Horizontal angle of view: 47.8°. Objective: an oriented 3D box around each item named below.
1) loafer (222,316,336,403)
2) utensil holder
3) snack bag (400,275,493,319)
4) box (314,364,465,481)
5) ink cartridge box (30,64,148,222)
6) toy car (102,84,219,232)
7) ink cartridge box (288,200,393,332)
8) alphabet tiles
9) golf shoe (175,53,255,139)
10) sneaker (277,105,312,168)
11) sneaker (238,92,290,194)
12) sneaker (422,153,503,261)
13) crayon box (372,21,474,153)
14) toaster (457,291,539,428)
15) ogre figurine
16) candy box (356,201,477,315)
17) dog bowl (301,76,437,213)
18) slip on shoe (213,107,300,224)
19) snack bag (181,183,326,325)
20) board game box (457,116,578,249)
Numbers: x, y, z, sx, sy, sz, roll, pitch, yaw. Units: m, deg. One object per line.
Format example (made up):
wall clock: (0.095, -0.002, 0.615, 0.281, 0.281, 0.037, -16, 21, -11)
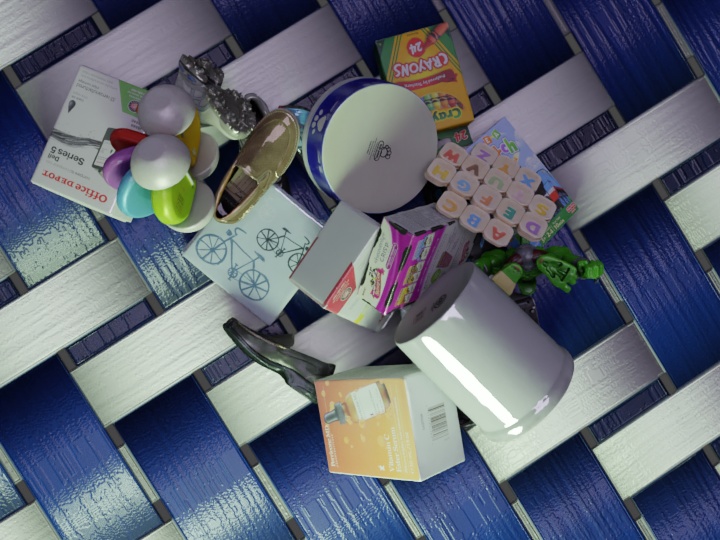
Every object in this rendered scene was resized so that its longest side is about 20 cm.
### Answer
loafer: (-0.131, 0.131, 1.312, 0.200, 0.073, 0.072, 38, 79, -13)
utensil holder: (0.171, 0.111, 1.140, 0.200, 0.170, 0.170, 45, 86, -11)
snack bag: (0.156, 0.058, 1.355, 0.188, 0.021, 0.201, -12, 90, -5)
box: (0.042, 0.229, 1.246, 0.106, 0.199, 0.153, -10, 90, -45)
ink cartridge box: (-0.399, -0.195, 1.273, 0.145, 0.084, 0.201, 22, 88, 6)
toy car: (-0.295, -0.156, 1.166, 0.149, 0.175, 0.201, -4, 64, 7)
ink cartridge box: (0.000, 0.000, 1.248, 0.083, 0.200, 0.145, 34, 91, 29)
alphabet tiles: (0.199, -0.121, 1.230, 0.199, 0.015, 0.196, 32, 48, 6)
golf shoe: (-0.233, -0.248, 1.270, 0.078, 0.200, 0.097, 3, 129, -42)
sneaker: (-0.053, -0.192, 1.300, 0.199, 0.079, 0.096, 17, 92, -24)
sneaker: (-0.161, -0.185, 1.301, 0.074, 0.089, 0.201, -16, 92, -6)
sneaker: (0.165, -0.100, 1.337, 0.082, 0.073, 0.201, -16, 81, -27)
crayon box: (0.108, -0.293, 1.341, 0.126, 0.051, 0.201, -17, 91, -5)
toaster: (0.192, 0.144, 1.294, 0.199, 0.119, 0.182, -15, 98, -4)
ogre figurine: (0.254, -0.007, 1.224, 0.199, 0.120, 0.098, -22, 100, 14)
candy box: (0.093, -0.026, 1.212, 0.061, 0.200, 0.137, 35, 121, 28)
dog bowl: (0.016, -0.191, 1.243, 0.199, 0.079, 0.201, -9, 111, -23)
slip on shoe: (-0.161, -0.155, 1.224, 0.076, 0.061, 0.200, 40, 102, 0)
snack bag: (-0.161, -0.043, 1.298, 0.188, 0.021, 0.200, 39, 104, -1)
board game box: (0.248, -0.133, 1.328, 0.151, 0.037, 0.200, -41, 92, -31)
